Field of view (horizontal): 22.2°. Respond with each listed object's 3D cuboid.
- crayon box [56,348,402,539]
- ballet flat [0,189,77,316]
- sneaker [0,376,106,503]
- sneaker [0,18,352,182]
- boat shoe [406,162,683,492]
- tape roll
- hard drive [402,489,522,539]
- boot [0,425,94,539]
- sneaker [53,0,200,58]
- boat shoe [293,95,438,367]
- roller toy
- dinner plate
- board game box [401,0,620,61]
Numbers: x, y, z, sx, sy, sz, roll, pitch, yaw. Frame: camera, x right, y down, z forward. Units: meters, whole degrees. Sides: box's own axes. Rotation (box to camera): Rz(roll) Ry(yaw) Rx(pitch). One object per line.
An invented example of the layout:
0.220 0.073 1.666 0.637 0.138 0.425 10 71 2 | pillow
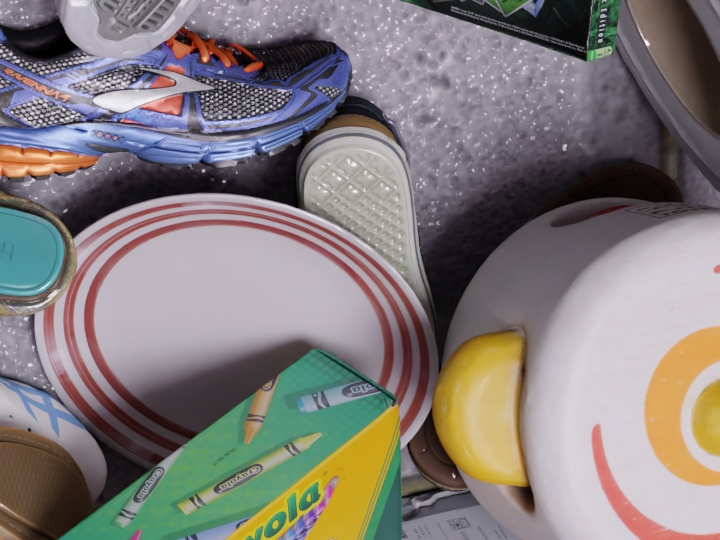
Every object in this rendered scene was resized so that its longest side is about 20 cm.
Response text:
-0.067 0.140 0.852 0.200 0.058 0.119 -36 141 -32 | crayon box
-0.227 -0.022 0.826 0.199 0.071 0.071 16 107 -11 | ballet flat
-0.203 0.071 0.875 0.200 0.072 0.072 35 97 -31 | sneaker
-0.098 -0.090 0.841 0.199 0.075 0.079 -7 112 -18 | sneaker
0.094 0.030 0.969 0.075 0.075 0.202 41 81 13 | boat shoe
0.174 -0.121 0.845 0.071 0.202 0.203 -29 119 -4 | tape roll
0.060 0.163 0.968 0.199 0.140 0.038 -11 115 -13 | hard drive
-0.182 0.160 0.890 0.154 0.074 0.200 -30 137 16 | boot
-0.078 -0.194 0.784 0.200 0.099 0.078 -47 145 7 | sneaker
0.000 0.000 0.919 0.074 0.062 0.200 -3 130 1 | boat shoe
0.140 0.057 0.862 0.200 0.140 0.183 42 81 -19 | roller toy
-0.060 0.036 0.900 0.199 0.024 0.201 4 132 4 | dinner plate
0.033 -0.164 0.784 0.023 0.200 0.105 -19 122 -38 | board game box
